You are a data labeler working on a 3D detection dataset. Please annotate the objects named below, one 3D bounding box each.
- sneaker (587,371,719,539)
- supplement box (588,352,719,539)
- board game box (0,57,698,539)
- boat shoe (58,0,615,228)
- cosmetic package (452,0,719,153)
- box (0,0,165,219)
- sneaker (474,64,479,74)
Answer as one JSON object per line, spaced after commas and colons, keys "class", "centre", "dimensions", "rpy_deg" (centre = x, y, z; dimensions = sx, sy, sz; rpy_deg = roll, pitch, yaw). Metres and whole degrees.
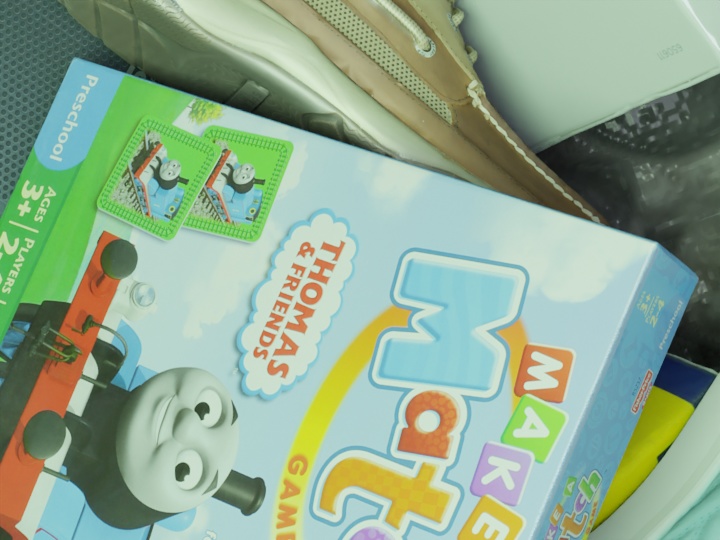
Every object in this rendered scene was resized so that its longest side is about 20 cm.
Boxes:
{"class": "sneaker", "centre": [0.124, 0.080, 0.774], "dimensions": [0.200, 0.082, 0.074], "rpy_deg": [-47, 133, -21]}
{"class": "supplement box", "centre": [0.016, 0.112, 0.821], "dimensions": [0.200, 0.109, 0.109], "rpy_deg": [-39, 129, -26]}
{"class": "board game box", "centre": [-0.027, 0.037, 0.747], "dimensions": [0.200, 0.037, 0.152], "rpy_deg": [19, 81, 31]}
{"class": "boat shoe", "centre": [0.003, -0.062, 0.805], "dimensions": [0.200, 0.076, 0.072], "rpy_deg": [37, 71, -14]}
{"class": "cosmetic package", "centre": [0.090, -0.179, 0.832], "dimensions": [0.200, 0.123, 0.200], "rpy_deg": [-39, 98, -28]}
{"class": "box", "centre": [-0.158, -0.035, 0.801], "dimensions": [0.158, 0.051, 0.200], "rpy_deg": [37, 76, -28]}
{"class": "sneaker", "centre": [0.000, 0.000, 0.890], "dimensions": [0.200, 0.075, 0.106], "rpy_deg": [-40, 117, -12]}
